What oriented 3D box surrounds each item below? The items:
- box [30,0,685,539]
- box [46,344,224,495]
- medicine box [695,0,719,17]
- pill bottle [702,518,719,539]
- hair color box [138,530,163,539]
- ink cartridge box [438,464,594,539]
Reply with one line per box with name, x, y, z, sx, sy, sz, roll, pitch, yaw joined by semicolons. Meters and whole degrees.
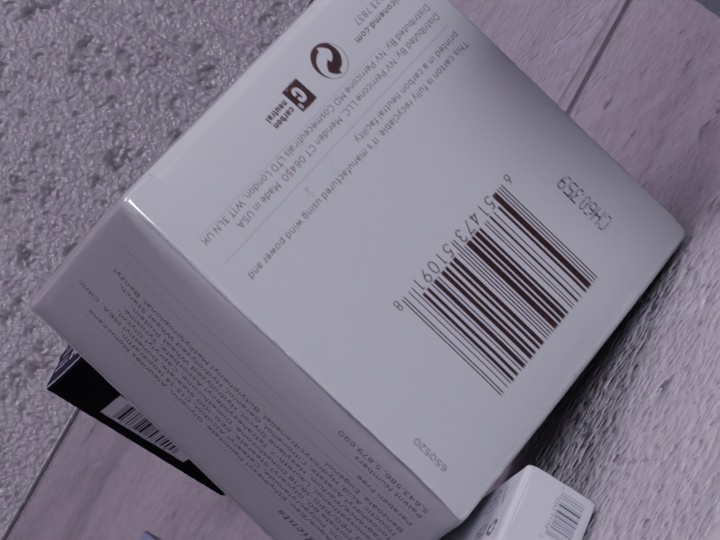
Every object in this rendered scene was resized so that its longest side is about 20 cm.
box;0.000;0.000;1.216;0.199;0.200;0.131;-49;3;-34
box;-0.093;0.024;1.829;0.200;0.148;0.104;-63;11;-23
medicine box;0.184;-0.206;1.082;0.200;0.182;0.103;-61;11;-15
pill bottle;0.170;0.031;0.652;0.200;0.114;0.114;-53;11;25
hair color box;-0.070;0.188;1.377;0.061;0.099;0.200;-60;10;-6
ink cartridge box;0.025;0.162;1.178;0.200;0.039;0.100;-41;21;56
